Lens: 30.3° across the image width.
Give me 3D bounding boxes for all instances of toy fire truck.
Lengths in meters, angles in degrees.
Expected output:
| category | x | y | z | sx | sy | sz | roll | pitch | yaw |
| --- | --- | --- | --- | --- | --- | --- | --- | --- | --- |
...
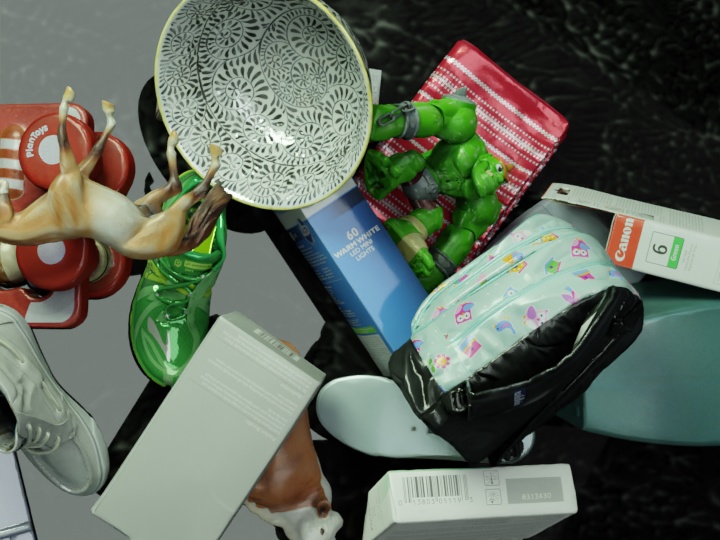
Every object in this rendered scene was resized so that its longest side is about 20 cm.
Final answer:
| category | x | y | z | sx | sy | sz | roll | pitch | yaw |
| --- | --- | --- | --- | --- | --- | --- | --- | --- | --- |
| toy fire truck | -0.294 | -0.051 | 1.154 | 0.167 | 0.112 | 0.201 | 1 | 86 | 11 |

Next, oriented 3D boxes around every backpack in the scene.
| category | x | y | z | sx | sy | sz | roll | pitch | yaw |
| --- | --- | --- | --- | --- | --- | --- | --- | --- | --- |
| backpack | 0.130 | 0.054 | 1.099 | 0.200 | 0.167 | 0.127 | -39 | 63 | 5 |

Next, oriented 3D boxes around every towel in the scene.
| category | x | y | z | sx | sy | sz | roll | pitch | yaw |
| --- | --- | --- | --- | --- | --- | --- | --- | --- | --- |
| towel | 0.095 | -0.106 | 1.280 | 0.145 | 0.022 | 0.200 | 38 | 80 | -8 |

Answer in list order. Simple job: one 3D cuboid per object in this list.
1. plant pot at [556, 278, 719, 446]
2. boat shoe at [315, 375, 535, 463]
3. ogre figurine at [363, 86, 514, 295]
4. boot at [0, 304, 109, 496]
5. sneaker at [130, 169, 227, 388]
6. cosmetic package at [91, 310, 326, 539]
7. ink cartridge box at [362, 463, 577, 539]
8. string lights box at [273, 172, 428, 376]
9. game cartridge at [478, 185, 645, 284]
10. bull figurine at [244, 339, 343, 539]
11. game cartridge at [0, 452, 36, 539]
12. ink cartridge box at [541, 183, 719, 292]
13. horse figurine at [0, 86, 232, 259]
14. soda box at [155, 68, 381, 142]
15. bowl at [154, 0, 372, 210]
| category | x | y | z | sx | sy | sz | roll | pitch | yaw |
| --- | --- | --- | --- | --- | --- | --- | --- | --- | --- |
| plant pot | 0.276 | 0.086 | 1.233 | 0.199 | 0.141 | 0.142 | -5 | 99 | -16 |
| boat shoe | 0.059 | 0.143 | 1.232 | 0.200 | 0.091 | 0.071 | 10 | 84 | 2 |
| ogre figurine | 0.068 | -0.081 | 1.204 | 0.120 | 0.098 | 0.200 | -36 | 108 | -23 |
| boot | -0.282 | 0.131 | 1.114 | 0.073 | 0.096 | 0.200 | -21 | 114 | 15 |
| sneaker | -0.161 | 0.005 | 1.181 | 0.074 | 0.084 | 0.201 | 8 | 84 | -10 |
| cosmetic package | -0.126 | 0.146 | 1.127 | 0.107 | 0.090 | 0.200 | 35 | 93 | 1 |
| ink cartridge box | 0.082 | 0.216 | 1.178 | 0.160 | 0.200 | 0.050 | -1 | 71 | -13 |
| string lights box | 0.000 | 0.000 | 1.210 | 0.059 | 0.103 | 0.200 | -34 | 95 | -13 |
| game cartridge | 0.173 | 0.021 | 1.285 | 0.133 | 0.040 | 0.200 | 43 | 79 | -4 |
| bull figurine | -0.087 | 0.166 | 1.199 | 0.121 | 0.065 | 0.201 | -9 | 84 | -7 |
| game cartridge | -0.363 | 0.175 | 1.153 | 0.129 | 0.038 | 0.201 | -14 | 90 | -18 |
| ink cartridge box | 0.263 | -0.030 | 1.215 | 0.199 | 0.109 | 0.050 | 14 | 104 | 11 |
| horse figurine | -0.192 | -0.060 | 1.070 | 0.200 | 0.050 | 0.133 | 20 | 91 | -30 |
| soda box | -0.084 | -0.160 | 1.220 | 0.199 | 0.064 | 0.069 | 7 | 86 | -13 |
| bowl | -0.065 | -0.161 | 1.126 | 0.201 | 0.201 | 0.094 | 52 | 35 | -6 |
